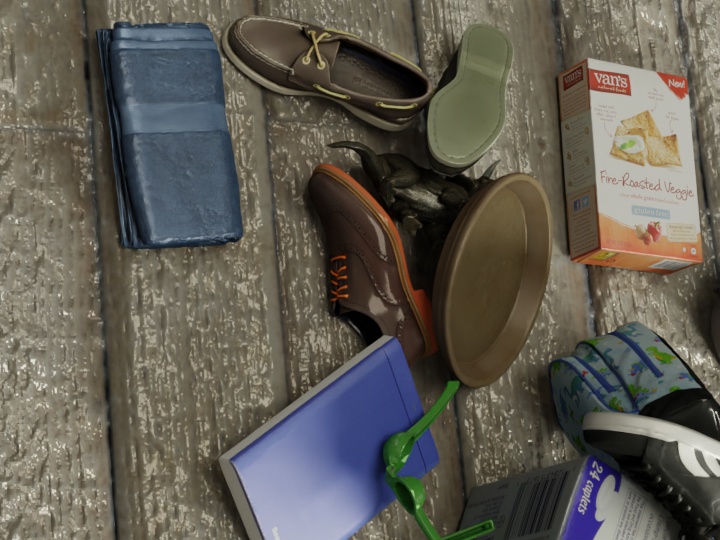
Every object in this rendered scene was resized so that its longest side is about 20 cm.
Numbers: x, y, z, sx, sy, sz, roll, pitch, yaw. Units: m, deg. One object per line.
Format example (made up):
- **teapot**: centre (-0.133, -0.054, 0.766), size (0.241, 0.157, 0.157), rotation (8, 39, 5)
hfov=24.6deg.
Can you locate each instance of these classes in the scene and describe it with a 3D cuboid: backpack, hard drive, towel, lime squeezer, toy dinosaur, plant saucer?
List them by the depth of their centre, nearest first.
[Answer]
- **lime squeezer**: centre (0.018, 0.259, 1.416), size (0.198, 0.070, 0.038), rotation (-16, 95, -25)
- **lime squeezer**: centre (0.054, 0.180, 1.425), size (0.070, 0.038, 0.202), rotation (13, 47, -15)
- **hard drive**: centre (-0.022, 0.164, 1.429), size (0.199, 0.025, 0.133), rotation (-35, 117, -33)
- **towel**: centre (-0.165, -0.116, 1.436), size (0.110, 0.048, 0.203), rotation (-3, 77, -30)
- **plant saucer**: centre (0.120, 0.008, 1.520), size (0.199, 0.029, 0.203), rotation (-30, 127, -50)
- **backpack**: centre (0.258, 0.134, 1.526), size (0.201, 0.152, 0.164), rotation (-97, 169, -54)
- **toy dinosaur**: centre (0.052, -0.072, 1.538), size (0.198, 0.102, 0.078), rotation (14, 111, -14)

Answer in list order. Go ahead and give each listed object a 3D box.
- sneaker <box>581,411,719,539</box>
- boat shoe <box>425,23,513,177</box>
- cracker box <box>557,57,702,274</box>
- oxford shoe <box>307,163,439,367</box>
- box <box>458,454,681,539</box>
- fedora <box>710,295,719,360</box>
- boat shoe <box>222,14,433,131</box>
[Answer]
- **sneaker**: centre (0.266, 0.192, 1.370), size (0.198, 0.073, 0.113), rotation (18, 78, -17)
- **boat shoe**: centre (0.099, -0.150, 1.559), size (0.071, 0.061, 0.202), rotation (24, 46, -3)
- **cracker box**: centre (0.274, -0.105, 1.682), size (0.132, 0.058, 0.203), rotation (6, 73, -29)
- **oxford shoe**: centre (0.000, 0.000, 1.488), size (0.072, 0.071, 0.201), rotation (-32, 93, -28)
- **box**: centre (0.208, 0.268, 1.464), size (0.199, 0.183, 0.106), rotation (32, 62, -18)
- **fedora**: centre (0.435, 0.077, 1.705), size (0.200, 0.090, 0.177), rotation (47, 57, -3)
- **boat shoe**: centre (-0.028, -0.190, 1.518), size (0.198, 0.059, 0.073), rotation (22, 66, -14)
